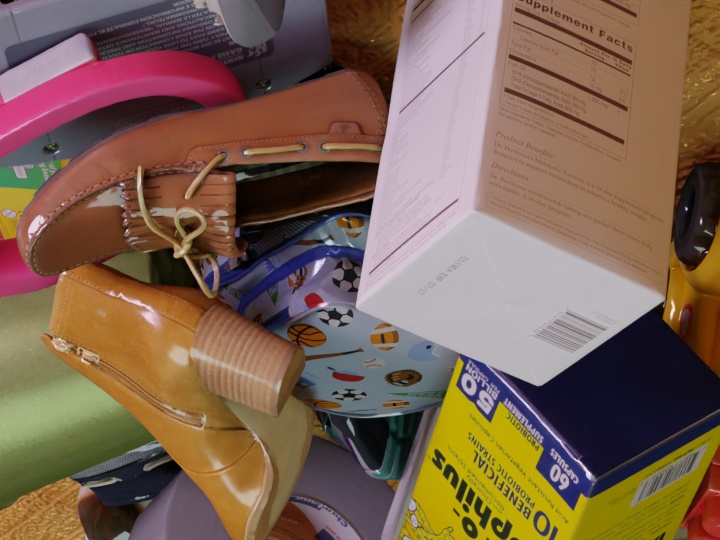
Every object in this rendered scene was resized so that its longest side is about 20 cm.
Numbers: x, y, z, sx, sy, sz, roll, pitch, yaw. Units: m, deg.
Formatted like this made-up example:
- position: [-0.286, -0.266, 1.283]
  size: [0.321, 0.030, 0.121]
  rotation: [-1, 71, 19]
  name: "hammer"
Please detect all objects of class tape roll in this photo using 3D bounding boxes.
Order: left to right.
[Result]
- position: [-0.049, 0.203, 1.559]
  size: [0.200, 0.201, 0.066]
  rotation: [24, 138, -21]
  name: "tape roll"

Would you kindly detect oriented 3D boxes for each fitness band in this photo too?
- position: [-0.151, -0.052, 1.269]
  size: [0.200, 0.037, 0.144]
  rotation: [-27, 147, 10]
  name: "fitness band"

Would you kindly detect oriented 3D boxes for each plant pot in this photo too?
- position: [-0.190, 0.050, 1.493]
  size: [0.190, 0.200, 0.200]
  rotation: [-14, 142, 12]
  name: "plant pot"

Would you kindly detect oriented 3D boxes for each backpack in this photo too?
- position: [0.000, 0.000, 1.384]
  size: [0.200, 0.154, 0.190]
  rotation: [25, 155, -28]
  name: "backpack"

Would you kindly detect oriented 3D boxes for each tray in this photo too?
- position: [0.039, 0.122, 1.469]
  size: [0.022, 0.107, 0.200]
  rotation: [16, 124, -2]
  name: "tray"

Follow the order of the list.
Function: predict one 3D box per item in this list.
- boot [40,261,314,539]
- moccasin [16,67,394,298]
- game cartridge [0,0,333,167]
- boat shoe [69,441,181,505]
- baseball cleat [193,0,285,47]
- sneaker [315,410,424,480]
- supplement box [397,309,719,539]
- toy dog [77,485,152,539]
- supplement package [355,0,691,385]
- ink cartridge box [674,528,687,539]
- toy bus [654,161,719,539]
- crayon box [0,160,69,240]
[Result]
- position: [-0.103, 0.068, 1.339]
  size: [0.144, 0.071, 0.201]
  rotation: [23, 146, 13]
  name: "boot"
- position: [-0.074, -0.036, 1.235]
  size: [0.201, 0.078, 0.074]
  rotation: [-15, 149, -13]
  name: "moccasin"
- position: [-0.115, -0.119, 1.258]
  size: [0.200, 0.042, 0.133]
  rotation: [-17, 150, -7]
  name: "game cartridge"
- position: [-0.111, 0.091, 1.595]
  size: [0.200, 0.075, 0.093]
  rotation: [-19, 145, 16]
  name: "boat shoe"
- position: [-0.028, -0.187, 1.134]
  size: [0.106, 0.070, 0.200]
  rotation: [3, 132, 8]
  name: "baseball cleat"
- position: [-0.001, 0.096, 1.557]
  size: [0.087, 0.075, 0.200]
  rotation: [7, 168, 22]
  name: "sneaker"
- position: [0.107, 0.115, 1.336]
  size: [0.109, 0.109, 0.200]
  rotation: [-25, 149, -31]
  name: "supplement box"
- position: [-0.101, 0.187, 1.701]
  size: [0.200, 0.140, 0.194]
  rotation: [21, 144, -14]
  name: "toy dog"
- position: [0.083, -0.067, 1.199]
  size: [0.109, 0.200, 0.114]
  rotation: [23, 146, -21]
  name: "supplement package"
- position: [0.190, 0.160, 1.587]
  size: [0.200, 0.075, 0.165]
  rotation: [-8, 118, 27]
  name: "ink cartridge box"
- position: [0.223, 0.056, 1.363]
  size: [0.135, 0.192, 0.200]
  rotation: [14, 146, -5]
  name: "toy bus"
- position: [-0.205, -0.091, 1.370]
  size: [0.118, 0.058, 0.200]
  rotation: [4, 147, 8]
  name: "crayon box"
